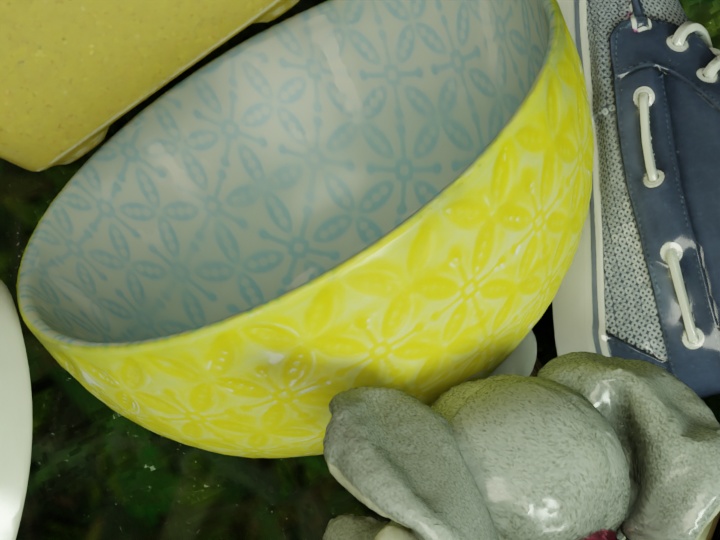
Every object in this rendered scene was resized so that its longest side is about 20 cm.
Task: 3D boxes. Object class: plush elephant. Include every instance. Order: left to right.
[{"bbox_3d":[0.042,0.103,0.888,0.200,0.165,0.155,-41,58,37],"label":"plush elephant"}]

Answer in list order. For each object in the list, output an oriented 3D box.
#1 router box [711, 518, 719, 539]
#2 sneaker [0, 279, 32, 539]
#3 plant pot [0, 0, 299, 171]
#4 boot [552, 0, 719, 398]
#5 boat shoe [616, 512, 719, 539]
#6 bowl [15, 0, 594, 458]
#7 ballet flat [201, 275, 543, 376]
[{"bbox_3d":[0.212,0.128,1.000,0.200,0.062,0.150,14,139,-2],"label":"router box"},{"bbox_3d":[-0.161,0.095,0.947,0.084,0.075,0.200,10,90,-18],"label":"sneaker"},{"bbox_3d":[-0.115,-0.147,0.992,0.195,0.194,0.200,-34,97,6],"label":"plant pot"},{"bbox_3d":[0.115,-0.051,1.007,0.090,0.073,0.200,-9,74,26],"label":"boot"},{"bbox_3d":[0.047,0.123,0.990,0.065,0.073,0.200,37,88,-15],"label":"boat shoe"},{"bbox_3d":[0.000,0.000,0.967,0.200,0.200,0.108,-29,116,6],"label":"bowl"},{"bbox_3d":[-0.027,0.024,1.056,0.200,0.065,0.071,15,98,4],"label":"ballet flat"}]
